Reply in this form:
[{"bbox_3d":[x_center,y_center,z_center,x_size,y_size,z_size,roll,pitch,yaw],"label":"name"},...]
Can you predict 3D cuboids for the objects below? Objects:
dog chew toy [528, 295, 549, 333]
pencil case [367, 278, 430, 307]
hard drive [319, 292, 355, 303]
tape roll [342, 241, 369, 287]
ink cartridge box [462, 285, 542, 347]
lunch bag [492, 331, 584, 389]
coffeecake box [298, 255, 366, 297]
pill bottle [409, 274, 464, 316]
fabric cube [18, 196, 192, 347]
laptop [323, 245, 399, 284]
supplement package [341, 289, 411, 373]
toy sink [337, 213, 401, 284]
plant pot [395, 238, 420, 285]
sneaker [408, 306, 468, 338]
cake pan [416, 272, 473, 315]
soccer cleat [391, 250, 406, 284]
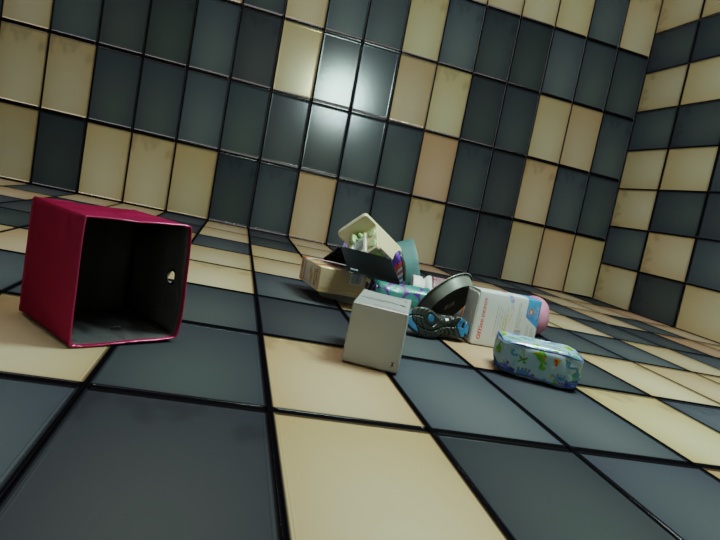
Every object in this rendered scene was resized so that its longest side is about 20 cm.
[{"bbox_3d":[0.527,0.144,1.954,0.193,0.130,0.124,4,5,11],"label":"dog chew toy"},{"bbox_3d":[0.116,0.082,1.808,0.193,0.088,0.093,10,-13,-5],"label":"pencil case"},{"bbox_3d":[-0.047,0.071,1.864,0.127,0.027,0.200,14,6,9],"label":"hard drive"},{"bbox_3d":[-0.003,-0.042,2.116,0.082,0.207,0.199,13,6,18],"label":"tape roll"},{"bbox_3d":[0.384,0.133,1.614,0.193,0.150,0.085,10,7,-16],"label":"ink cartridge box"},{"bbox_3d":[0.408,0.203,1.357,0.193,0.085,0.161,13,8,5],"label":"lunch bag"},{"bbox_3d":[-0.087,0.019,1.772,0.149,0.076,0.199,10,6,-24],"label":"coffeecake box"},{"bbox_3d":[0.259,0.083,1.945,0.193,0.118,0.114,12,6,-3],"label":"pill bottle"},{"bbox_3d":[-0.429,-0.001,0.989,0.195,0.204,0.197,14,8,38],"label":"fabric cube"},{"bbox_3d":[0.000,0.000,1.736,0.172,0.107,0.199,14,-21,-25],"label":"laptop"},{"bbox_3d":[0.039,0.119,1.205,0.113,0.122,0.200,13,7,5],"label":"supplement package"},{"bbox_3d":[0.031,-0.061,1.891,0.199,0.128,0.114,42,30,-35],"label":"toy sink"},{"bbox_3d":[0.119,-0.001,2.072,0.155,0.208,0.201,-7,7,-2],"label":"plant pot"},{"bbox_3d":[0.190,0.147,1.553,0.194,0.076,0.081,16,-12,-25],"label":"sneaker"},{"bbox_3d":[0.246,0.087,1.670,0.197,0.201,0.037,4,45,-49],"label":"cake pan"},{"bbox_3d":[0.103,0.028,1.857,0.070,0.205,0.069,-5,41,-10],"label":"soccer cleat"}]
